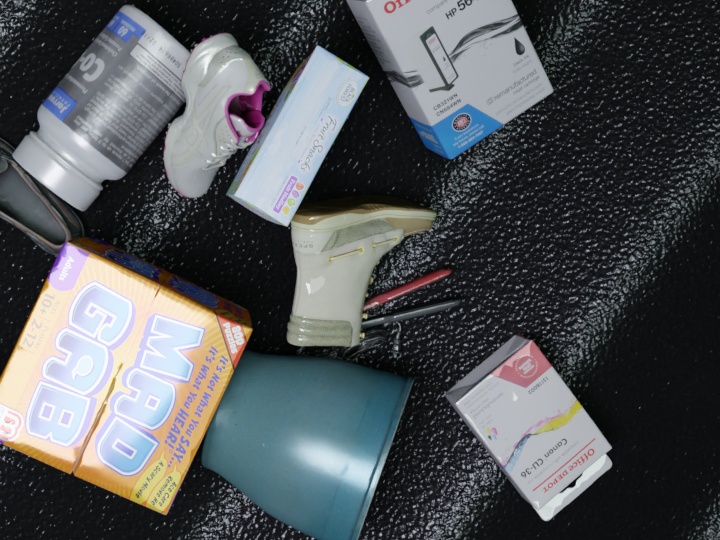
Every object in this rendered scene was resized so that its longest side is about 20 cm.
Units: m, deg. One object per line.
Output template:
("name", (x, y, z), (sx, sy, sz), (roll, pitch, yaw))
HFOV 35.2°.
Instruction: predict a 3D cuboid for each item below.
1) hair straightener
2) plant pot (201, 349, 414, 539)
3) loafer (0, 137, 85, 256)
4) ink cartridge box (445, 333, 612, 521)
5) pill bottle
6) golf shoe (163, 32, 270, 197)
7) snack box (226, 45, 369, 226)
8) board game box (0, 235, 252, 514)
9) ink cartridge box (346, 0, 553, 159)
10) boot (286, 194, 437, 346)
("hair straightener", (0.023, 0.067, 1.288), (0.199, 0.041, 0.077), (-22, 96, -6))
("plant pot", (-0.062, 0.179, 1.217), (0.187, 0.200, 0.201), (19, 91, 5))
("loafer", (-0.378, -0.091, 1.209), (0.200, 0.063, 0.072), (39, 88, -9))
("ink cartridge box", (0.205, 0.189, 1.308), (0.116, 0.067, 0.200), (-39, 98, -4))
("pill bottle", (-0.266, -0.168, 1.195), (0.114, 0.114, 0.200), (39, 87, -9))
("golf shoe", (-0.150, -0.145, 1.187), (0.091, 0.201, 0.075), (39, 44, 20))
("snack box", (-0.071, -0.135, 1.182), (0.067, 0.200, 0.169), (29, 90, -9))
("board game box", (-0.243, 0.098, 1.170), (0.199, 0.200, 0.201), (26, 90, -7))
("ink cartridge box", (0.097, -0.248, 1.235), (0.145, 0.084, 0.201), (-34, 113, -4))
("boot", (0.000, 0.000, 1.245), (0.199, 0.072, 0.156), (-9, 109, -44))
